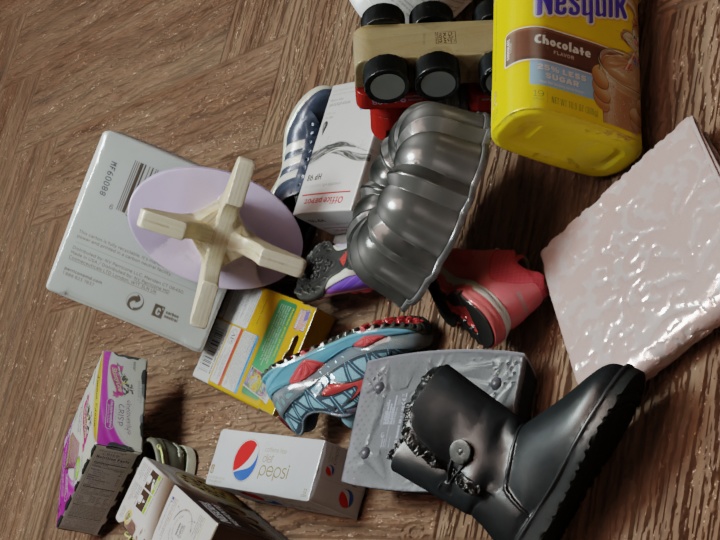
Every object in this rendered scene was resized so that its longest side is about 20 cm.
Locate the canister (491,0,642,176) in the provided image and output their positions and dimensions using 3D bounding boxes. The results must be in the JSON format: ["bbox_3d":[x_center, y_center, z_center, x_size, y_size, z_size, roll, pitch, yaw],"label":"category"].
[{"bbox_3d":[0.189,-0.200,1.371,0.087,0.147,0.202,137,142,-55],"label":"canister"}]

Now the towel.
[{"bbox_3d":[0.245,-0.003,1.266,0.200,0.032,0.192,-44,38,30],"label":"towel"}]

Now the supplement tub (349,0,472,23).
[{"bbox_3d":[0.088,-0.350,1.626,0.200,0.131,0.133,-40,40,31],"label":"supplement tub"}]

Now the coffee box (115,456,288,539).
[{"bbox_3d":[-0.163,0.280,1.576,0.199,0.112,0.081,25,89,58],"label":"coffee box"}]

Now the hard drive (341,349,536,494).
[{"bbox_3d":[0.074,0.143,1.383,0.199,0.042,0.136,-7,64,45],"label":"hard drive"}]

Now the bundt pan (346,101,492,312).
[{"bbox_3d":[0.045,-0.069,1.395,0.202,0.075,0.204,-157,90,-80],"label":"bundt pan"}]

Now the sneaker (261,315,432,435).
[{"bbox_3d":[-0.002,0.110,1.520,0.199,0.079,0.097,-24,86,29],"label":"sneaker"}]

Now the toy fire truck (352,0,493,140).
[{"bbox_3d":[0.082,-0.156,1.520,0.201,0.174,0.130,89,178,-53],"label":"toy fire truck"}]

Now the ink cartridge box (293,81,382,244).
[{"bbox_3d":[-0.003,-0.106,1.649,0.115,0.066,0.202,-2,67,54],"label":"ink cartridge box"}]

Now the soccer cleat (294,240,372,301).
[{"bbox_3d":[0.000,0.000,1.577,0.199,0.073,0.069,-26,45,53],"label":"soccer cleat"}]

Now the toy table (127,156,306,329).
[{"bbox_3d":[-0.156,-0.037,1.626,0.117,0.197,0.186,-129,44,-78],"label":"toy table"}]

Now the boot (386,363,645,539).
[{"bbox_3d":[0.122,0.126,1.242,0.168,0.076,0.202,36,111,25],"label":"boot"}]

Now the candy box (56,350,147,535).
[{"bbox_3d":[-0.317,0.213,1.829,0.201,0.060,0.138,122,153,-43],"label":"candy box"}]

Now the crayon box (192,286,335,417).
[{"bbox_3d":[-0.103,0.090,1.675,0.199,0.051,0.127,17,83,58],"label":"crayon box"}]

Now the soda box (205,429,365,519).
[{"bbox_3d":[-0.076,0.208,1.542,0.199,0.068,0.064,-4,66,54],"label":"soda box"}]

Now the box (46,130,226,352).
[{"bbox_3d":[-0.241,-0.038,1.767,0.171,0.197,0.202,-136,69,-83],"label":"box"}]

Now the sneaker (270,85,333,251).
[{"bbox_3d":[-0.055,-0.111,1.725,0.084,0.074,0.202,31,104,59],"label":"sneaker"}]

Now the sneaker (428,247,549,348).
[{"bbox_3d":[0.117,0.012,1.422,0.086,0.074,0.200,-30,24,-9],"label":"sneaker"}]

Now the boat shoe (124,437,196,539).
[{"bbox_3d":[-0.241,0.293,1.724,0.072,0.060,0.204,-22,52,46],"label":"boat shoe"}]
